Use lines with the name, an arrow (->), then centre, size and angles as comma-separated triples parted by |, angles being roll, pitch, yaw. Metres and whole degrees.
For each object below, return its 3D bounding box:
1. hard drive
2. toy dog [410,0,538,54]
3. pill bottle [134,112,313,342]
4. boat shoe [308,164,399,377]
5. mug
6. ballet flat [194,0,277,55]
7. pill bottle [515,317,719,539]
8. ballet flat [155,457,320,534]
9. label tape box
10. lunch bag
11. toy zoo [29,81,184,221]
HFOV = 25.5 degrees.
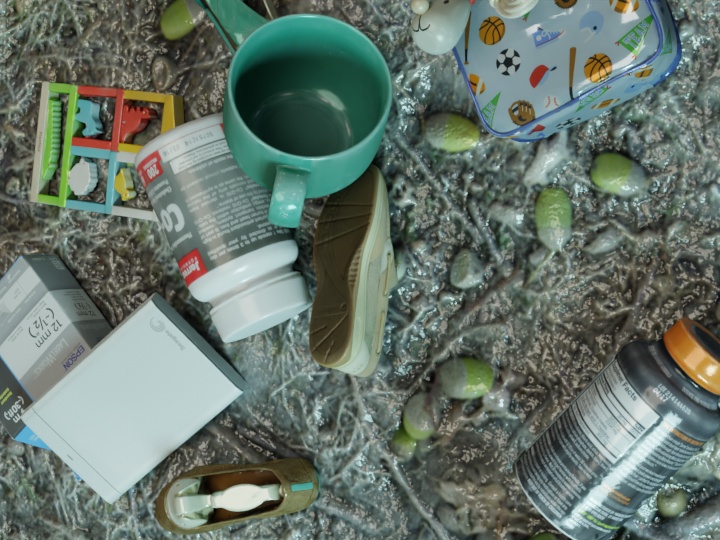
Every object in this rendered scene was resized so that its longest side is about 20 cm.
hard drive -> -0.230, 0.132, 1.610 | 0.200, 0.027, 0.132 | -40, 101, 19
toy dog -> 0.085, -0.292, 1.385 | 0.132, 0.096, 0.200 | -25, 37, 29
pill bottle -> -0.130, -0.040, 1.536 | 0.114, 0.114, 0.200 | -27, 83, 25
boat shoe -> 0.000, 0.000, 1.503 | 0.072, 0.065, 0.201 | -8, 68, 40
mug -> -0.062, -0.134, 1.474 | 0.152, 0.114, 0.185 | 42, 68, 10
ballet flat -> -0.136, -0.278, 1.578 | 0.070, 0.067, 0.200 | -38, 73, -3
pill bottle -> 0.233, 0.133, 1.358 | 0.106, 0.106, 0.200 | 48, 110, 19
ballet flat -> -0.136, 0.225, 1.569 | 0.200, 0.072, 0.068 | -11, 86, 27
label tape box -> -0.324, 0.103, 1.670 | 0.143, 0.066, 0.200 | -46, 69, 20
lunch bag -> 0.179, -0.215, 1.402 | 0.200, 0.076, 0.161 | -26, 76, 26
toy zoo -> -0.253, -0.123, 1.655 | 0.200, 0.020, 0.132 | 8, 94, 27
